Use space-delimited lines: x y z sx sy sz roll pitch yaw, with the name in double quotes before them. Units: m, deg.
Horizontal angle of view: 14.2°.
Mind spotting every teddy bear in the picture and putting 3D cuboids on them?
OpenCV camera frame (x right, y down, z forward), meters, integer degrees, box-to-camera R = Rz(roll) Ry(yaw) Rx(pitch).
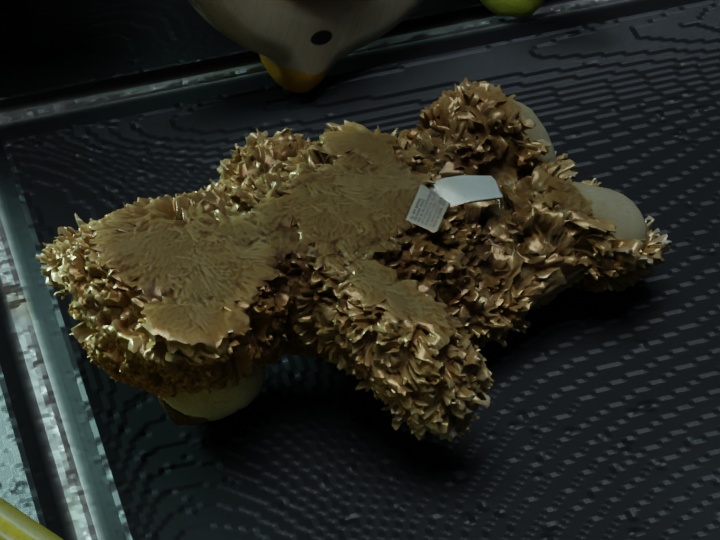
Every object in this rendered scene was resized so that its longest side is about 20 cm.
"teddy bear" 0.000 0.000 0.913 0.145 0.067 0.200 34 46 24

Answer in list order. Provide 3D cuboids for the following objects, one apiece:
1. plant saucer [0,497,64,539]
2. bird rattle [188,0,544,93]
"plant saucer" -0.138 0.124 0.776 0.200 0.048 0.200 28 49 32
"bird rattle" 0.001 -0.149 0.992 0.163 0.200 0.113 -46 52 -10
